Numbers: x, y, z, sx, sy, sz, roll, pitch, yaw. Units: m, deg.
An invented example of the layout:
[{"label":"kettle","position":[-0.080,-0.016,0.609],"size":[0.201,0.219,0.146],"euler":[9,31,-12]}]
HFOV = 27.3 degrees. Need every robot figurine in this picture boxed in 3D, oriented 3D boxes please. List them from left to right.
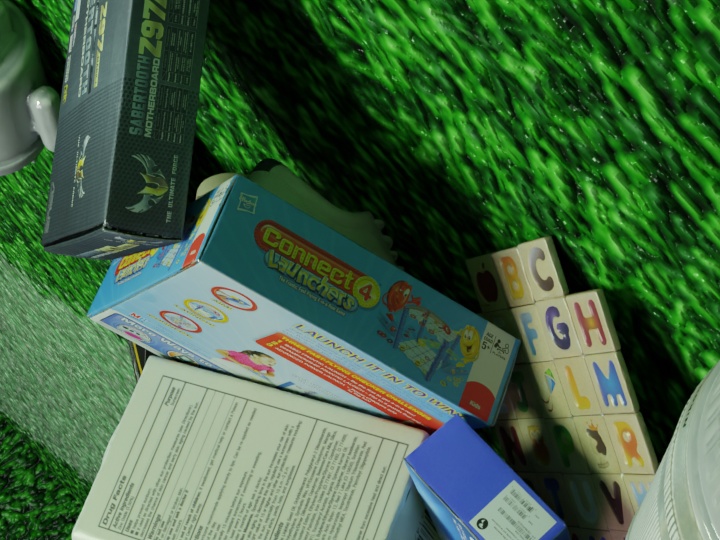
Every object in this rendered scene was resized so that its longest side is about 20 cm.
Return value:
[{"label":"robot figurine","position":[-0.320,-0.153,1.246],"size":[0.169,0.113,0.200],"euler":[29,154,11]}]

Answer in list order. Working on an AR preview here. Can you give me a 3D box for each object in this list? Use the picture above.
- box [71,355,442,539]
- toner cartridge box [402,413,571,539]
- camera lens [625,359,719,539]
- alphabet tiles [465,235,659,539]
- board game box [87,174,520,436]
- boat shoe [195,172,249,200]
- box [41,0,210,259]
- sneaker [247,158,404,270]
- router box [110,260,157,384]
[{"label":"box","position":[-0.055,0.151,0.928],"size":[0.199,0.129,0.109],"euler":[13,159,23]},{"label":"toner cartridge box","position":[0.087,0.170,0.881],"size":[0.095,0.043,0.200],"euler":[46,168,33]},{"label":"camera lens","position":[0.198,0.114,0.614],"size":[0.160,0.160,0.200],"euler":[41,158,20]},{"label":"alphabet tiles","position":[0.113,0.083,0.843],"size":[0.166,0.006,0.201],"euler":[-16,92,68]},{"label":"board game box","position":[-0.040,0.035,0.892],"size":[0.199,0.056,0.196],"euler":[30,157,-20]},{"label":"boat shoe","position":[-0.088,0.018,1.110],"size":[0.201,0.074,0.069],"euler":[77,-175,-51]},{"label":"box","position":[-0.138,-0.111,0.875],"size":[0.051,0.202,0.157],"euler":[8,174,-24]},{"label":"sneaker","position":[0.000,0.000,0.947],"size":[0.073,0.071,0.200],"euler":[-4,147,48]},{"label":"router box","position":[-0.162,-0.011,1.135],"size":[0.157,0.052,0.201],"euler":[110,146,-65]}]
